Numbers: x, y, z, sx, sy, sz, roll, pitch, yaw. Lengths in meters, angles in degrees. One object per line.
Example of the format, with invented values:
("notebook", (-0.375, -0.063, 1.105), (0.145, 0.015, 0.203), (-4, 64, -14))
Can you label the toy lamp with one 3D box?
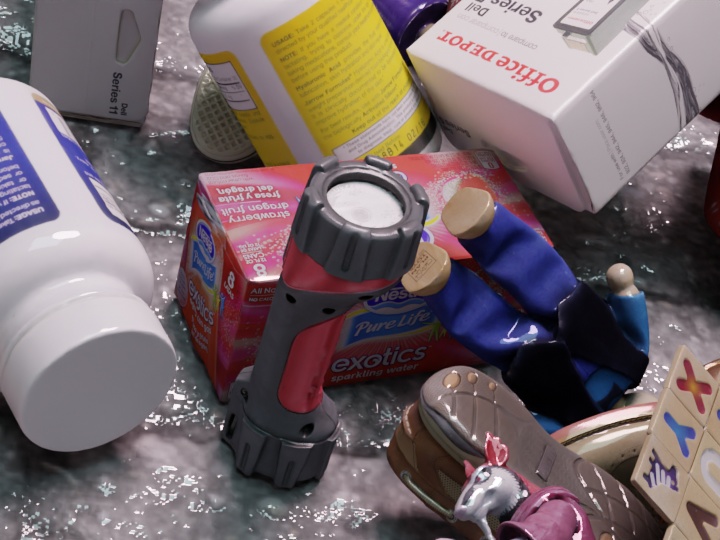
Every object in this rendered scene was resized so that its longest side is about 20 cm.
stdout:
("toy lamp", (0.081, -0.143, 1.246), (0.058, 0.058, 0.200), (-24, 54, -37))

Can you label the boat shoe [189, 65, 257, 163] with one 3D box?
("boat shoe", (-0.059, -0.144, 1.199), (0.074, 0.062, 0.201), (19, 56, 7))

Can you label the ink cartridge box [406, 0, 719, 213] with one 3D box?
("ink cartridge box", (0.152, -0.148, 1.070), (0.200, 0.084, 0.145), (-43, 41, -14))

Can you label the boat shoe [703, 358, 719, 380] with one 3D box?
("boat shoe", (0.268, 0.066, 1.071), (0.199, 0.072, 0.068), (-7, 40, -33))

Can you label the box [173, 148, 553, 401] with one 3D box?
("box", (0.000, 0.000, 1.028), (0.199, 0.100, 0.096), (-6, 45, -25))

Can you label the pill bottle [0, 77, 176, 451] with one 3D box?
("pill bottle", (-0.183, -0.003, 0.955), (0.119, 0.120, 0.200), (-12, 48, -29))

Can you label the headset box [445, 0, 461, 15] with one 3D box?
("headset box", (0.143, -0.187, 1.242), (0.148, 0.077, 0.200), (28, 23, -6))

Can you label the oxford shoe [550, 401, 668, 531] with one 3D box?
("oxford shoe", (0.192, 0.124, 0.979), (0.199, 0.071, 0.075), (2, 48, -14))

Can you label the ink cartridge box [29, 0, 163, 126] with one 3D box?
("ink cartridge box", (-0.172, -0.217, 1.176), (0.083, 0.147, 0.201), (7, 41, -9))

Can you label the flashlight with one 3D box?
("flashlight", (-0.019, 0.034, 0.907), (0.068, 0.201, 0.068), (-7, 45, -25))

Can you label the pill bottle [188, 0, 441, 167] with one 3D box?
("pill bottle", (-0.039, -0.138, 1.080), (0.111, 0.201, 0.111), (-25, 23, 12))

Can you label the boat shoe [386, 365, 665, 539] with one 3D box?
("boat shoe", (0.097, 0.139, 0.931), (0.200, 0.072, 0.076), (44, 31, 2))

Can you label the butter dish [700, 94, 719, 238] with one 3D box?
("butter dish", (0.301, -0.035, 1.143), (0.198, 0.149, 0.200), (20, 0, 6))

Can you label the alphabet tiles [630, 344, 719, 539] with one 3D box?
("alphabet tiles", (0.217, 0.141, 0.920), (0.200, 0.006, 0.167), (47, 45, -18))

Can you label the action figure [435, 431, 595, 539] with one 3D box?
("action figure", (0.109, 0.165, 0.835), (0.148, 0.134, 0.201), (-20, 70, -8))

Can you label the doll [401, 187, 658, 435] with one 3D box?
("doll", (0.107, 0.045, 0.993), (0.200, 0.137, 0.048), (40, -4, -26))
